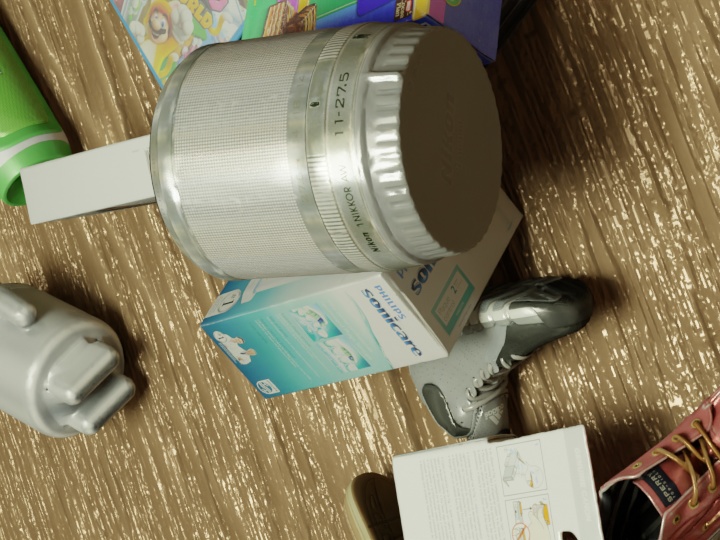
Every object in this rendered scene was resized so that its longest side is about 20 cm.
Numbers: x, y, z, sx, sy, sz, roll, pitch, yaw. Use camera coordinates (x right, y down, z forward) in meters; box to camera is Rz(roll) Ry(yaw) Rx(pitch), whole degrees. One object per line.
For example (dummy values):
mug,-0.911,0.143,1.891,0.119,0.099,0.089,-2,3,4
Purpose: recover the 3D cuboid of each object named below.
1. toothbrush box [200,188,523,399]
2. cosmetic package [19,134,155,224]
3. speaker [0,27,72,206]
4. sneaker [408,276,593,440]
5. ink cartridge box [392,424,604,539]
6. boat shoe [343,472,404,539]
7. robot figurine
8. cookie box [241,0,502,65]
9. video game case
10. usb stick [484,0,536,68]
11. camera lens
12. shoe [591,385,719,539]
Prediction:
toothbrush box,0.000,0.000,1.393,0.199,0.147,0.085,-18,122,45
cosmetic package,-0.153,-0.083,1.531,0.199,0.150,0.052,-9,95,45
speaker,-0.339,-0.159,1.740,0.201,0.088,0.089,57,132,18
sneaker,0.105,0.070,1.379,0.199,0.075,0.116,-6,100,55
ink cartridge box,0.112,0.214,1.324,0.173,0.043,0.202,-15,81,39
boat shoe,0.037,0.253,1.478,0.064,0.071,0.201,-42,71,40
robot figurine,-0.294,0.080,1.731,0.199,0.113,0.170,23,143,38
cookie box,0.010,-0.211,1.349,0.199,0.075,0.173,-16,59,44
video game case,-0.131,-0.244,1.565,0.200,0.018,0.144,-47,66,39
usb stick,0.063,-0.143,1.337,0.201,0.033,0.056,-53,33,10
camera lens,-0.026,-0.077,1.253,0.199,0.160,0.161,-3,97,30
shoe,0.225,0.130,1.252,0.072,0.091,0.201,49,129,24
